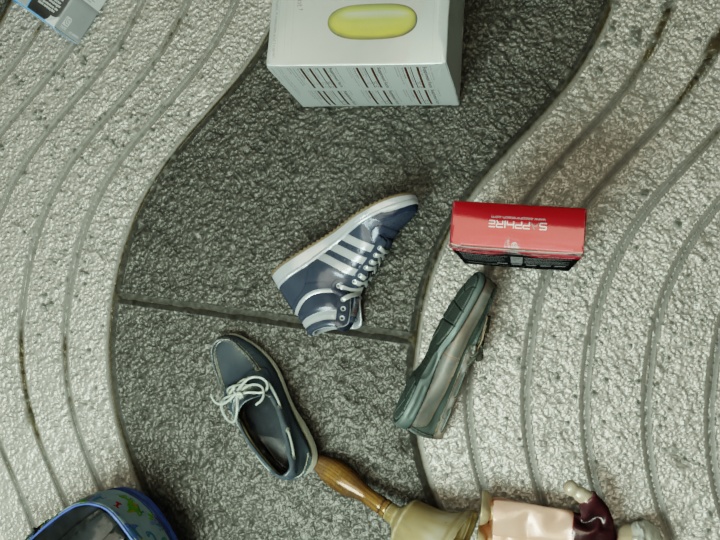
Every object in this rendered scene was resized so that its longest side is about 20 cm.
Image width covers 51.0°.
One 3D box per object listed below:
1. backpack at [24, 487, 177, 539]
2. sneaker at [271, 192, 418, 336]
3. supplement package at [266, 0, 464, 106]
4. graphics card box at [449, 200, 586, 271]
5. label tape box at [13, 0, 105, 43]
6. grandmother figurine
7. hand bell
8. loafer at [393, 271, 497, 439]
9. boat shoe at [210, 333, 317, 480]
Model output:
[{"bbox_3d":[-0.303,0.357,0.874,0.200,0.147,0.183,-43,77,9],"label":"backpack"},{"bbox_3d":[0.000,0.000,0.882,0.199,0.070,0.109,-32,75,14],"label":"sneaker"},{"bbox_3d":[0.014,-0.302,0.868,0.198,0.147,0.193,2,85,13],"label":"supplement package"},{"bbox_3d":[0.163,-0.032,0.786,0.124,0.200,0.051,4,86,13],"label":"graphics card box"},{"bbox_3d":[-0.388,-0.429,1.005,0.143,0.066,0.201,35,94,12],"label":"label tape box"},{"bbox_3d":[0.229,0.284,0.821,0.198,0.061,0.122,7,114,9],"label":"grandmother figurine"},{"bbox_3d":[0.022,0.267,0.858,0.199,0.104,0.105,27,91,24],"label":"hand bell"},{"bbox_3d":[0.108,0.100,0.862,0.063,0.072,0.201,28,98,-7],"label":"loafer"},{"bbox_3d":[-0.125,0.159,0.894,0.075,0.062,0.201,-35,72,14],"label":"boat shoe"}]
